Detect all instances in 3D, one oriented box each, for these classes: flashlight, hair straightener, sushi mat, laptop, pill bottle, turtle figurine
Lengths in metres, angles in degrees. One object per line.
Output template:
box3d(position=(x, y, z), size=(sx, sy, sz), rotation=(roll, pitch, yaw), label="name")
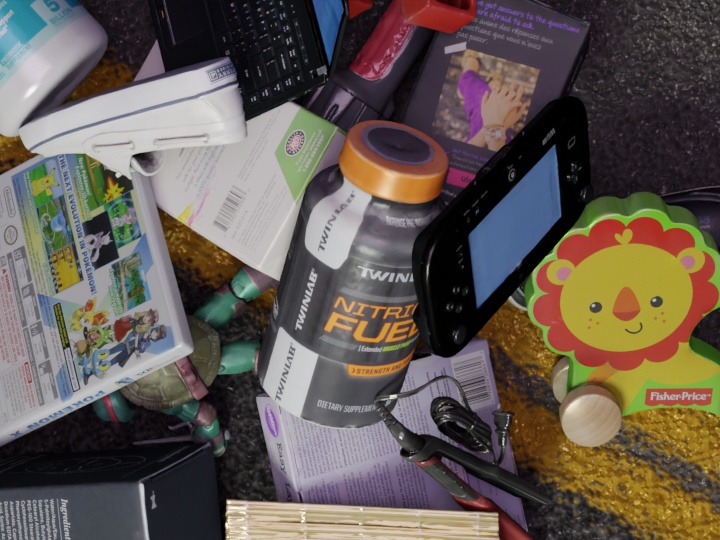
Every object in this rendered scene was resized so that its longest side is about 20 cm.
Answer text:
box3d(position=(0.023, -0.187, 1.343), size=(0.068, 0.068, 0.201), rotation=(36, 93, 26), label="flashlight")
box3d(position=(0.077, 0.126, 1.278), size=(0.200, 0.041, 0.078), rotation=(39, 68, -39), label="hair straightener")
box3d(position=(0.001, 0.213, 1.266), size=(0.198, 0.012, 0.097), rotation=(3, 93, -4), label="sushi mat")
box3d(position=(-0.087, -0.209, 1.232), size=(0.199, 0.103, 0.179), rotation=(-21, 74, 25), label="laptop")
box3d(position=(-0.289, -0.204, 1.314), size=(0.111, 0.111, 0.200), rotation=(-44, 92, 1), label="pill bottle")
box3d(position=(-0.133, 0.070, 1.339), size=(0.199, 0.101, 0.151), rotation=(-27, 93, -5), label="turtle figurine")
box3d(position=(0.000, 0.000, 1.217), size=(0.105, 0.107, 0.201), rotation=(16, 121, -1), label="pill bottle")

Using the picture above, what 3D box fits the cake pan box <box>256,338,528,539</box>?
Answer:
box3d(position=(0.028, 0.159, 1.329), size=(0.183, 0.052, 0.202), rotation=(-15, 94, -29), label="cake pan box")

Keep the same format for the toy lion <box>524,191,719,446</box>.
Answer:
box3d(position=(0.219, 0.033, 1.315), size=(0.198, 0.069, 0.193), rotation=(1, 120, -1), label="toy lion")

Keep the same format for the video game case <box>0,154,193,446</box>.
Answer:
box3d(position=(-0.223, 0.007, 1.304), size=(0.181, 0.022, 0.202), rotation=(-26, 62, 15), label="video game case")

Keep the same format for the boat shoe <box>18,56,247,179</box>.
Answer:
box3d(position=(-0.163, -0.097, 1.259), size=(0.199, 0.073, 0.066), rotation=(-10, 103, 41), label="boat shoe")

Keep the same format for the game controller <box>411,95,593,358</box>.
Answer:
box3d(position=(0.097, -0.032, 1.193), size=(0.042, 0.105, 0.200), rotation=(25, 50, 25), label="game controller")

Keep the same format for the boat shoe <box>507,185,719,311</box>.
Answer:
box3d(position=(0.201, -0.018, 1.354), size=(0.198, 0.062, 0.075), rotation=(-15, 94, 1), label="boat shoe")

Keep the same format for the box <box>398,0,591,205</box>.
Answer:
box3d(position=(0.085, -0.100, 1.314), size=(0.105, 0.122, 0.202), rotation=(23, 91, 6), label="box")

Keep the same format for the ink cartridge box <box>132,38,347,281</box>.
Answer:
box3d(position=(-0.095, -0.082, 1.317), size=(0.199, 0.067, 0.118), rotation=(32, 93, 36), label="ink cartridge box")

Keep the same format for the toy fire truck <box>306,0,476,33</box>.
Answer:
box3d(position=(0.009, -0.252, 1.284), size=(0.048, 0.140, 0.202), rotation=(6, 69, -41), label="toy fire truck")

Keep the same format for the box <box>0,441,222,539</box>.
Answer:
box3d(position=(-0.216, 0.194, 1.292), size=(0.198, 0.148, 0.108), rotation=(-5, 93, 16), label="box")
